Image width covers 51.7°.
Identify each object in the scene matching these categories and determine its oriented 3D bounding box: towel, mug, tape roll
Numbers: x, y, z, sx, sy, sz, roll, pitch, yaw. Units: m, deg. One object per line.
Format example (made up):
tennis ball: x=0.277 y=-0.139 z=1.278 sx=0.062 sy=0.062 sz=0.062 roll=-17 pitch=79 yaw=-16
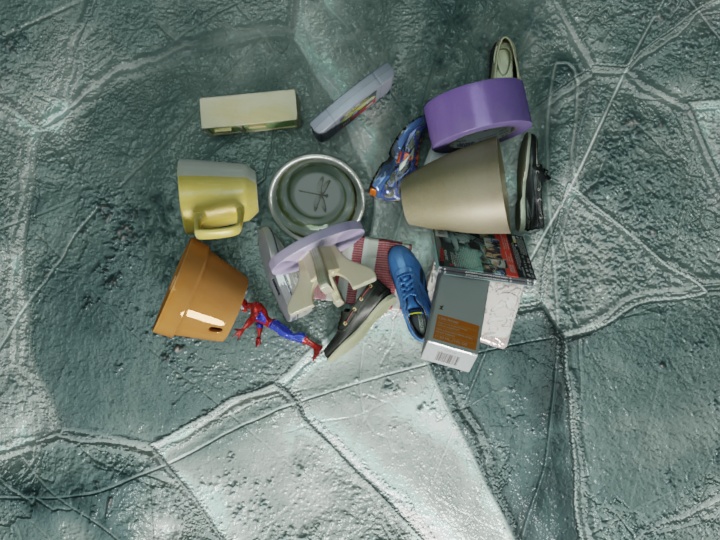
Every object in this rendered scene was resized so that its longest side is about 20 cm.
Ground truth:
towel: x=0.232 y=0.042 z=1.540 sx=0.197 sy=0.032 sz=0.193 roll=17 pitch=89 yaw=4
towel: x=0.000 y=0.000 z=1.540 sx=0.197 sy=0.023 sz=0.146 roll=9 pitch=100 yaw=1
mug: x=-0.283 y=-0.137 z=1.507 sx=0.151 sy=0.150 sz=0.189 roll=-5 pitch=75 yaw=-7
tape roll: x=0.227 y=-0.297 z=1.444 sx=0.197 sy=0.200 sz=0.086 roll=-12 pitch=87 yaw=1

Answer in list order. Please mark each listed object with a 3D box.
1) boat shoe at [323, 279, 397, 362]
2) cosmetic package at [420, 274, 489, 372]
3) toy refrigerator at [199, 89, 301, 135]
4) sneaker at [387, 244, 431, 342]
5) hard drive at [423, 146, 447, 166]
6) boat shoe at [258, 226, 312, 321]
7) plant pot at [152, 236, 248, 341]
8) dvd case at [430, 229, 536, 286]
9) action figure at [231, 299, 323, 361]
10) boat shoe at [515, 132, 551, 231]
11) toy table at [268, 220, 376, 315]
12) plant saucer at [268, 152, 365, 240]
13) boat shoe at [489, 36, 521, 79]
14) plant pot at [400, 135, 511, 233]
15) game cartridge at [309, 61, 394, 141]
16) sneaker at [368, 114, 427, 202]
boat shoe: x=-0.011 y=0.104 z=1.517 sx=0.063 sy=0.073 sz=0.202 roll=45 pitch=108 yaw=16
cosmetic package: x=0.187 y=0.083 z=1.441 sx=0.100 sy=0.072 sz=0.202 roll=15 pitch=54 yaw=1
toy refrigerator: x=-0.226 y=-0.323 z=1.543 sx=0.197 sy=0.076 sz=0.071 roll=-5 pitch=88 yaw=1
sneaker: x=0.104 y=0.045 z=1.490 sx=0.065 sy=0.078 sz=0.203 roll=-17 pitch=91 yaw=8
hard drive: x=0.196 y=-0.205 z=1.553 sx=0.130 sy=0.025 sz=0.202 roll=22 pitch=88 yaw=2
boat shoe: x=-0.152 y=0.001 z=1.541 sx=0.069 sy=0.071 sz=0.202 roll=-18 pitch=83 yaw=-27
plant pot: x=-0.312 y=0.052 z=1.484 sx=0.139 sy=0.200 sz=0.202 roll=23 pitch=89 yaw=-14
dvd case: x=0.242 y=-0.033 z=1.485 sx=0.197 sy=0.147 sz=0.022 roll=8 pitch=128 yaw=-9
action figure: x=-0.184 y=0.138 z=1.528 sx=0.199 sy=0.065 sz=0.099 roll=36 pitch=77 yaw=2
boat shoe: x=0.358 y=-0.180 z=1.525 sx=0.065 sy=0.075 sz=0.202 roll=3 pitch=89 yaw=-1
toy table: x=-0.069 y=-0.001 z=1.447 sx=0.198 sy=0.184 sz=0.118 roll=-27 pitch=74 yaw=13
plant saucer: x=-0.088 y=-0.153 z=1.522 sx=0.197 sy=0.050 sz=0.202 roll=0 pitch=121 yaw=-1
boat shoe: x=0.302 y=-0.379 z=1.539 sx=0.070 sy=0.063 sz=0.203 roll=-3 pitch=89 yaw=-1
plant pot: x=0.185 y=-0.151 z=1.463 sx=0.197 sy=0.187 sz=0.190 roll=-9 pitch=88 yaw=15
game cartridge: x=-0.015 y=-0.339 z=1.510 sx=0.199 sy=0.133 sz=0.041 roll=-38 pitch=87 yaw=0
sneaker: x=0.093 y=-0.231 z=1.541 sx=0.078 sy=0.075 sz=0.201 roll=30 pitch=97 yaw=-7
